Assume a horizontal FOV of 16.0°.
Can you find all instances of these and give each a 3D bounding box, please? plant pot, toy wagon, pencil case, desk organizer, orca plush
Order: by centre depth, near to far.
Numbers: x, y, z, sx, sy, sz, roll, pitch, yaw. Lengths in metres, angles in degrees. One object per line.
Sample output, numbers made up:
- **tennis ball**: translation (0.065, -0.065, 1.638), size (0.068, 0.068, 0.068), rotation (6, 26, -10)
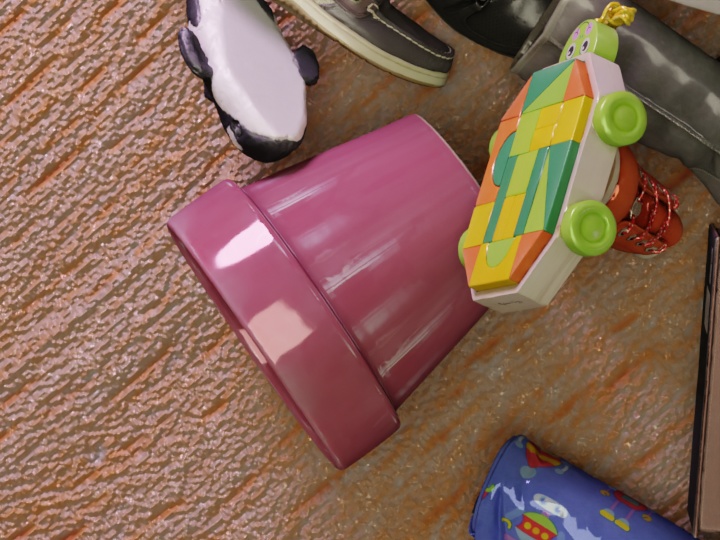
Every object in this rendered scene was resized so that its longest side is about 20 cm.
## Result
- **toy wagon**: translation (0.119, -0.074, 1.562), size (0.039, 0.155, 0.201), rotation (21, 77, -20)
- **plant pot**: translation (0.000, 0.000, 1.682), size (0.178, 0.200, 0.201), rotation (-35, 93, -5)
- **orca plush**: translation (-0.099, -0.143, 1.704), size (0.201, 0.105, 0.071), rotation (55, 132, 17)
- **desk organizer**: translation (0.265, 0.075, 1.713), size (0.076, 0.072, 0.202), rotation (4, 99, 4)
- **pencil case**: translation (0.163, 0.191, 1.720), size (0.199, 0.078, 0.087), rotation (29, 92, 14)

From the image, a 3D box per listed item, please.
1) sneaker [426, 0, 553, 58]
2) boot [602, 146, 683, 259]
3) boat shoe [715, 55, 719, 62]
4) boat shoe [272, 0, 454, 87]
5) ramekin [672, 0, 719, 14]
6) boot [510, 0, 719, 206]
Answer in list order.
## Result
- **sneaker**: translation (0.056, -0.206, 1.689), size (0.200, 0.082, 0.073), rotation (38, 101, 0)
- **boot**: translation (0.166, -0.048, 1.645), size (0.107, 0.200, 0.076), rotation (23, 91, -5)
- **boat shoe**: translation (0.313, -0.138, 1.674), size (0.199, 0.071, 0.065), rotation (-22, 107, 17)
- **boat shoe**: translation (-0.017, -0.193, 1.694), size (0.200, 0.072, 0.066), rotation (31, 103, -9)
- **ramekin**: translation (0.237, -0.215, 1.609), size (0.201, 0.202, 0.095), rotation (15, 105, 4)
- **boot**: translation (0.215, -0.129, 1.628), size (0.200, 0.073, 0.182), rotation (41, 130, 0)
